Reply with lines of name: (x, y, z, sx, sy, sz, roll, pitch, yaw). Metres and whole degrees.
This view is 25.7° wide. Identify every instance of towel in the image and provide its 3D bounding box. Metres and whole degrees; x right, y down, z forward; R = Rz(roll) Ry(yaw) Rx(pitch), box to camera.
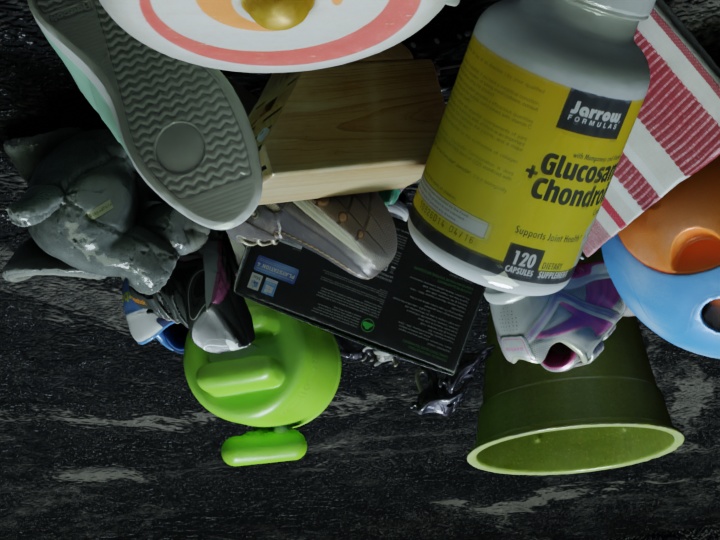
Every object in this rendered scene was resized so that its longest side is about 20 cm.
towel: (0.161, -0.108, 1.047, 0.023, 0.144, 0.200, -38, 176, -34)

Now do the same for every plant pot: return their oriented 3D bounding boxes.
plant pot: (0.191, 0.076, 1.471, 0.198, 0.192, 0.200, -3, 161, -1)

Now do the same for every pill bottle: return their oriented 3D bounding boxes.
pill bottle: (0.109, -0.095, 0.961, 0.111, 0.112, 0.201, 7, 114, -28)

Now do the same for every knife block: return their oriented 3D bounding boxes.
knife block: (0.019, -0.082, 1.029, 0.175, 0.201, 0.064, 38, 144, -18)

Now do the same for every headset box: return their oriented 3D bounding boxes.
headset box: (0.000, 0.000, 1.208, 0.173, 0.094, 0.200, 21, -179, -3)

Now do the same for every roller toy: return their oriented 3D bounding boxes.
roller toy: (-0.044, -0.183, 0.768, 0.181, 0.141, 0.199, -17, 156, 32)

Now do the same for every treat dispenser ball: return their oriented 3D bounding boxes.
treat dispenser ball: (0.274, -0.036, 1.149, 0.199, 0.203, 0.201, -3, 161, -1)

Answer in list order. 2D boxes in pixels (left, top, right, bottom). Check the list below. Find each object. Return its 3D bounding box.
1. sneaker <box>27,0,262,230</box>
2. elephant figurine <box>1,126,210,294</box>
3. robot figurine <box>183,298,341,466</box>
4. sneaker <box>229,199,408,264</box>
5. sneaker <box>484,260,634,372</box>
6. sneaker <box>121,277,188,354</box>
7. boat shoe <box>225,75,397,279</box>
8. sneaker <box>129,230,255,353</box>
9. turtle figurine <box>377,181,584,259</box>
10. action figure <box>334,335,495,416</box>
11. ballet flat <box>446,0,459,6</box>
sneaker: (-0.116, -0.099, 0.961, 0.074, 0.201, 0.118, -38, 164, -1)
elephant figurine: (-0.211, -0.042, 1.181, 0.199, 0.142, 0.155, -3, 139, 51)
robot figurine: (-0.083, 0.080, 1.391, 0.115, 0.177, 0.200, -12, 169, 13)
sneaker: (-0.057, -0.015, 1.338, 0.198, 0.081, 0.074, -5, 163, 9)
sneaker: (0.169, 0.038, 1.300, 0.199, 0.089, 0.081, -1, 177, -44)
sneaker: (-0.147, 0.043, 1.481, 0.074, 0.083, 0.199, -22, 156, 39)
boat shoe: (-0.061, -0.057, 1.076, 0.074, 0.200, 0.074, -30, 156, -53)
sneaker: (-0.137, 0.015, 1.230, 0.086, 0.081, 0.200, -21, -159, -1)
turtle figurine: (0.084, -0.066, 1.183, 0.199, 0.102, 0.149, 10, 180, -31)
action figure: (0.027, 0.044, 1.463, 0.102, 0.200, 0.119, -34, 156, -41)
ballet flat: (-0.033, -0.161, 0.925, 0.198, 0.070, 0.069, -10, 160, 12)
